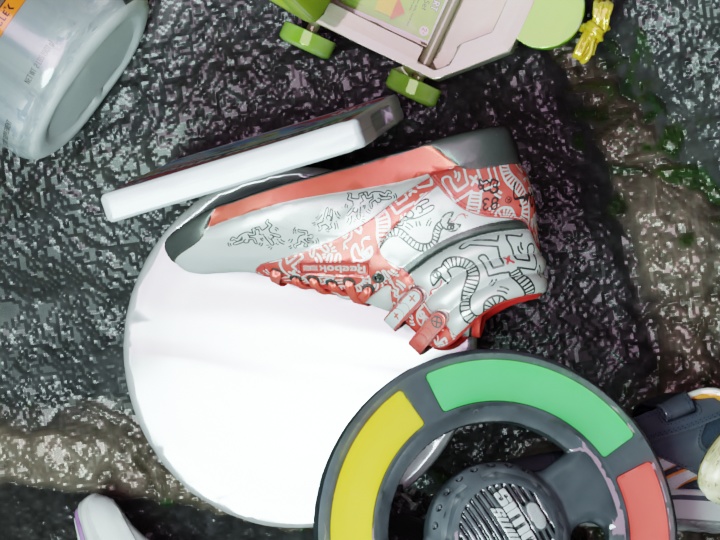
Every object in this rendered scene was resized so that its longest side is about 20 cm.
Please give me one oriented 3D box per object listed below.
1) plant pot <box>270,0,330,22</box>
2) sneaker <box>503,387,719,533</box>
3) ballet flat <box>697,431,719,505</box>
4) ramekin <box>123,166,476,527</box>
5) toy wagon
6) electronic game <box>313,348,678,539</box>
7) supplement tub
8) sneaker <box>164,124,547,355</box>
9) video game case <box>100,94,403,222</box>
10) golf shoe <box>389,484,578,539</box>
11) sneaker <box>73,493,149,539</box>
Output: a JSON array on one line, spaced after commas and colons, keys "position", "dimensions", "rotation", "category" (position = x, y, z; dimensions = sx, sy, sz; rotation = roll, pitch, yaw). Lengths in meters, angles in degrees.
[{"position": [-0.079, -0.282, 1.544], "dimensions": [0.199, 0.200, 0.182], "rotation": [34, 89, 24], "category": "plant pot"}, {"position": [0.164, 0.106, 1.576], "dimensions": [0.200, 0.078, 0.079], "rotation": [4, 80, -16], "category": "sneaker"}, {"position": [0.274, 0.091, 1.537], "dimensions": [0.200, 0.057, 0.067], "rotation": [-13, 124, -22], "category": "ballet flat"}, {"position": [-0.029, 0.042, 1.606], "dimensions": [0.202, 0.094, 0.203], "rotation": [0, 92, 9], "category": "ramekin"}, {"position": [0.051, -0.174, 1.618], "dimensions": [0.200, 0.040, 0.155], "rotation": [26, 95, 6], "category": "toy wagon"}, {"position": [0.073, 0.140, 1.482], "dimensions": [0.200, 0.042, 0.200], "rotation": [3, 77, -15], "category": "electronic game"}, {"position": [-0.232, -0.165, 1.619], "dimensions": [0.200, 0.123, 0.123], "rotation": [35, 96, 7], "category": "supplement tub"}, {"position": [0.000, 0.000, 1.520], "dimensions": [0.201, 0.067, 0.108], "rotation": [-17, 85, 5], "category": "sneaker"}, {"position": [-0.055, -0.064, 1.554], "dimensions": [0.143, 0.200, 0.017], "rotation": [-16, 95, 8], "category": "video game case"}, {"position": [0.046, 0.180, 1.564], "dimensions": [0.095, 0.200, 0.078], "rotation": [-54, 39, 23], "category": "golf shoe"}, {"position": [-0.087, 0.203, 1.641], "dimensions": [0.100, 0.075, 0.200], "rotation": [-38, 86, -11], "category": "sneaker"}]
